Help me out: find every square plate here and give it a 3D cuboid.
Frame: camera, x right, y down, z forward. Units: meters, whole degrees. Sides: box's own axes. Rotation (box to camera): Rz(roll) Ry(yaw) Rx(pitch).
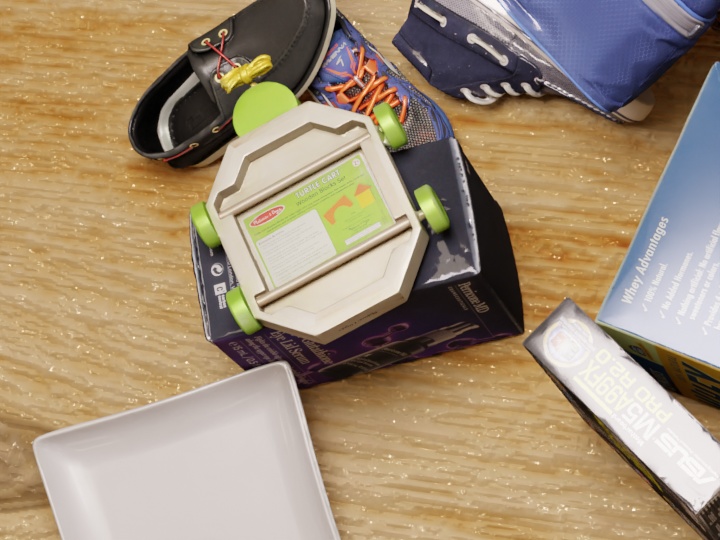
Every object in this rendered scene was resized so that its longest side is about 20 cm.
[{"bbox_3d":[-0.112,0.185,1.621,0.199,0.028,0.199,-17,89,11],"label":"square plate"}]

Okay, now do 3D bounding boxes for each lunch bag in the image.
[{"bbox_3d":[0.183,-0.209,1.561,0.136,0.200,0.132,46,111,-5],"label":"lunch bag"}]

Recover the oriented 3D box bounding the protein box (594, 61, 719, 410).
[{"bbox_3d":[0.295,0.000,1.522,0.199,0.135,0.199,22,80,22],"label":"protein box"}]

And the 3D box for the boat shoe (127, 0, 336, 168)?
[{"bbox_3d":[-0.094,-0.144,1.684,0.201,0.063,0.074,-40,64,34],"label":"boat shoe"}]

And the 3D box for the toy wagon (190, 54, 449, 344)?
[{"bbox_3d":[-0.036,-0.053,1.537,0.155,0.040,0.201,-28,66,6],"label":"toy wagon"}]

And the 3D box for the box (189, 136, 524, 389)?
[{"bbox_3d":[0.000,0.000,1.609,0.199,0.148,0.105,-15,69,13],"label":"box"}]

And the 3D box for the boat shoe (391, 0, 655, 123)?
[{"bbox_3d":[0.116,-0.150,1.675,0.200,0.075,0.093,40,115,15],"label":"boat shoe"}]

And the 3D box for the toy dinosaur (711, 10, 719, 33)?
[{"bbox_3d":[0.348,-0.142,1.579,0.200,0.136,0.086,43,77,-6],"label":"toy dinosaur"}]

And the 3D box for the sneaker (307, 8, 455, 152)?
[{"bbox_3d":[-0.009,-0.139,1.696,0.075,0.078,0.200,-46,65,-1],"label":"sneaker"}]

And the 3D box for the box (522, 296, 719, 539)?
[{"bbox_3d":[0.192,0.110,1.483,0.044,0.200,0.160,-44,66,0],"label":"box"}]
